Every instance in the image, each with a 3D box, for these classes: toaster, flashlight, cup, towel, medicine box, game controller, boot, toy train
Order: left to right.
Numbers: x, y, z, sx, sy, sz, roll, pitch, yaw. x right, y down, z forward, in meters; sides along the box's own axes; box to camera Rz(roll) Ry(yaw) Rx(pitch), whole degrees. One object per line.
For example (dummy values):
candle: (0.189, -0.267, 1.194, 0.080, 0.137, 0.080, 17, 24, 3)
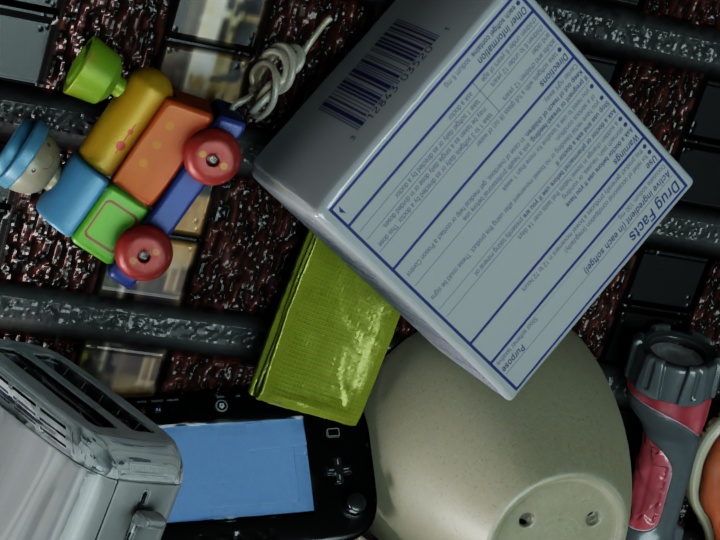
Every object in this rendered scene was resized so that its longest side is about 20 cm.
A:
toaster: (-0.200, 0.127, 1.191, 0.114, 0.200, 0.129, 17, 103, -55)
toy train: (-0.121, -0.100, 1.161, 0.116, 0.085, 0.200, 33, 100, -17)
game controller: (-0.088, 0.131, 1.282, 0.199, 0.042, 0.105, -2, 83, -19)
towel: (0.000, 0.000, 1.270, 0.086, 0.018, 0.200, 18, 98, -27)
medicine box: (0.071, -0.057, 1.218, 0.182, 0.103, 0.200, -49, 122, -4)
cup: (0.102, 0.144, 1.326, 0.200, 0.143, 0.201, -9, 118, -17)
flashlight: (0.205, 0.139, 1.413, 0.068, 0.068, 0.200, -23, 133, -49)
boot: (0.299, 0.194, 1.445, 0.075, 0.107, 0.200, -25, 121, -20)

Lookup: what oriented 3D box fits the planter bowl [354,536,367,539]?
planter bowl: (-0.065, 0.275, 1.313, 0.200, 0.201, 0.135, -15, 145, -14)
